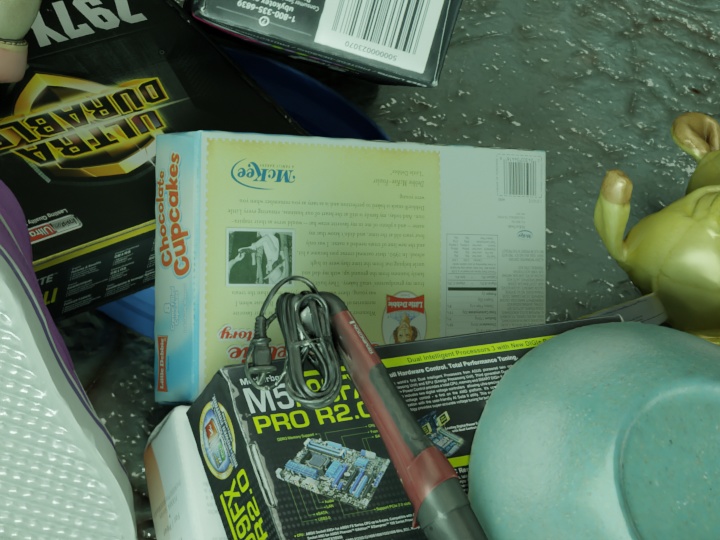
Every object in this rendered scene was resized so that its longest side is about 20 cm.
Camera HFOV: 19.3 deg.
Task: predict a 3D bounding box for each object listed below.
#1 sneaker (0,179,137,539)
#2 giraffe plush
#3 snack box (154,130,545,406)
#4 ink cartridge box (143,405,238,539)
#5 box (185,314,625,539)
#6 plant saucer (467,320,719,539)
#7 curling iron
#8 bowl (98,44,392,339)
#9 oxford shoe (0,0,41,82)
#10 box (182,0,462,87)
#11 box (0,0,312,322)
[{"bbox_3d":[-0.132,0.045,0.813,0.073,0.201,0.114,-13,30,-3],"label":"sneaker"},{"bbox_3d":[0.213,-0.013,1.082,0.200,0.173,0.162,-3,21,23],"label":"giraffe plush"},{"bbox_3d":[0.000,0.000,0.951,0.200,0.116,0.037,1,-1,-38],"label":"snack box"},{"bbox_3d":[0.006,0.152,0.873,0.162,0.050,0.200,2,62,-25],"label":"ink cartridge box"},{"bbox_3d":[0.047,0.106,0.864,0.200,0.044,0.160,-7,62,-30],"label":"box"},{"bbox_3d":[0.141,0.101,0.861,0.201,0.039,0.201,13,56,-19],"label":"plant saucer"},{"bbox_3d":[0.019,0.090,0.818,0.050,0.026,0.200,-32,81,-16],"label":"curling iron"},{"bbox_3d":[-0.069,-0.035,1.032,0.200,0.039,0.201,14,40,-12],"label":"bowl"},{"bbox_3d":[-0.231,-0.142,0.898,0.200,0.074,0.071,16,11,-16],"label":"oxford shoe"},{"bbox_3d":[-0.017,-0.158,1.070,0.122,0.106,0.200,17,3,-8],"label":"box"},{"bbox_3d":[-0.137,-0.058,0.957,0.200,0.049,0.160,-21,54,-39],"label":"box"}]
